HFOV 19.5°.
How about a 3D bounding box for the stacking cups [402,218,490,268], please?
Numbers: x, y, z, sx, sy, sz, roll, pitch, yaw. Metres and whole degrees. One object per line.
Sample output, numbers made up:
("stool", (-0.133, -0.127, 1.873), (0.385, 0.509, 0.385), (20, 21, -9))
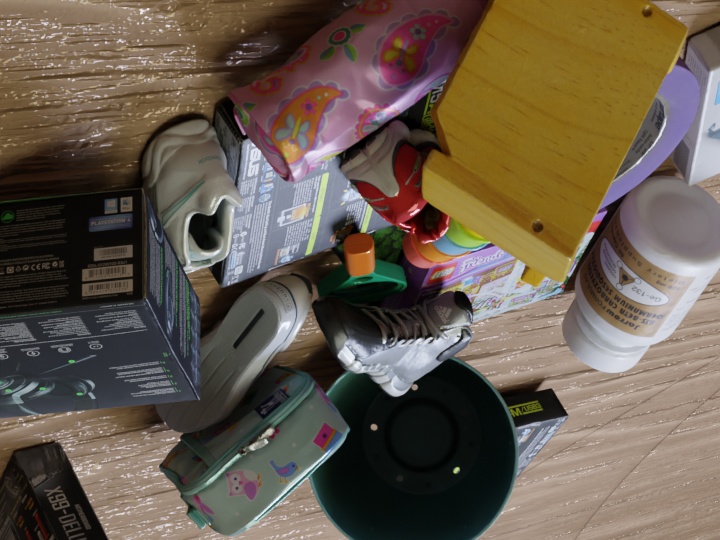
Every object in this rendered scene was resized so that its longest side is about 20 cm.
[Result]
("stacking cups", (0.078, -0.041, 1.727), (0.060, 0.061, 0.200), (-20, 178, -21))

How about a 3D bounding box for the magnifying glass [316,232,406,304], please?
("magnifying glass", (0.000, 0.000, 1.811), (0.080, 0.022, 0.200), (-10, 169, -1))

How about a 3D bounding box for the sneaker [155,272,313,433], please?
("sneaker", (-0.105, 0.075, 1.839), (0.200, 0.073, 0.071), (-43, 168, 37))

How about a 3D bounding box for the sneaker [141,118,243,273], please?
("sneaker", (-0.143, -0.026, 1.613), (0.070, 0.080, 0.200), (-18, 152, -29))

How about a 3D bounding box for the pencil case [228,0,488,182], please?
("pencil case", (0.003, -0.150, 1.523), (0.200, 0.087, 0.087), (-37, 155, -7))

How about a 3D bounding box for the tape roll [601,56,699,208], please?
("tape roll", (0.178, -0.130, 1.756), (0.200, 0.085, 0.200), (-25, 152, -15))

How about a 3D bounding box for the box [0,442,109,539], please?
("box", (-0.290, 0.277, 1.897), (0.050, 0.158, 0.200), (-10, 146, -36))

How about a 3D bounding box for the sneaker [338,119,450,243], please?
("sneaker", (0.037, -0.058, 1.613), (0.077, 0.085, 0.200), (-37, 172, 11))

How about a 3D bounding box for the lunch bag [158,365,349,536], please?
("lunch bag", (-0.100, 0.160, 1.872), (0.160, 0.077, 0.200), (-38, -171, -9))

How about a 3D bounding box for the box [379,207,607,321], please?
("box", (0.121, -0.005, 1.960), (0.200, 0.039, 0.137), (-17, 152, -28))

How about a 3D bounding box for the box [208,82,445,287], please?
("box", (-0.028, -0.085, 1.668), (0.193, 0.048, 0.200), (-23, 152, -22))

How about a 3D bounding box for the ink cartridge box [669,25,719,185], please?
("ink cartridge box", (0.378, -0.178, 1.938), (0.176, 0.045, 0.200), (-25, 154, -10))

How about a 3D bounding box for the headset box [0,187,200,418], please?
("headset box", (-0.218, 0.032, 1.547), (0.174, 0.093, 0.200), (-6, 153, 7))

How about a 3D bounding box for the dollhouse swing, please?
("dollhouse swing", (0.126, -0.108, 1.566), (0.200, 0.182, 0.176), (-62, -166, -14))

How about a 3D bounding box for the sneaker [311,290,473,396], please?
("sneaker", (0.038, 0.044, 1.858), (0.115, 0.075, 0.200), (-29, 158, 11))

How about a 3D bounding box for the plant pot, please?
("plant pot", (0.056, 0.169, 2.040), (0.201, 0.201, 0.161), (-34, 179, 6))

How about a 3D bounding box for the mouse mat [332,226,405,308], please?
("mouse mat", (0.060, -0.035, 1.893), (0.161, 0.008, 0.200), (-32, 155, 1))

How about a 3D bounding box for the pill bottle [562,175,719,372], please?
("pill bottle", (0.277, 0.009, 2.078), (0.114, 0.114, 0.200), (-14, 149, -31))

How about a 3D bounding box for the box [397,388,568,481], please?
("box", (0.107, 0.217, 2.322), (0.193, 0.048, 0.200), (-7, 146, -36))
